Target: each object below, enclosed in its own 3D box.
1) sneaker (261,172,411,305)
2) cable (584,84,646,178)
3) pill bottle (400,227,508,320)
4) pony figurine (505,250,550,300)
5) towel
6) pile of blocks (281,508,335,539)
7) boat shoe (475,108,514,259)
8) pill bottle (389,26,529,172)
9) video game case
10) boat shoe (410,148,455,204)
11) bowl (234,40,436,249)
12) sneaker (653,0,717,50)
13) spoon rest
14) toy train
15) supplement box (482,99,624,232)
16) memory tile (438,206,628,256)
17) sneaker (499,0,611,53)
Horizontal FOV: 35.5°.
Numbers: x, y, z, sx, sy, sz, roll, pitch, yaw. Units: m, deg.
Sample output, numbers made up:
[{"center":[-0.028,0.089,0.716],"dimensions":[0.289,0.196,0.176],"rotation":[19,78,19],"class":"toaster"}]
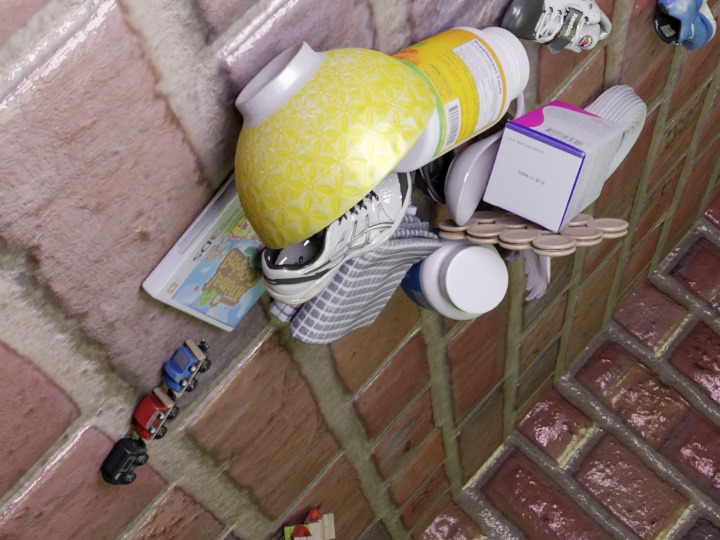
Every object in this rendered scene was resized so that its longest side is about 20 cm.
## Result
[{"center":[-0.022,-0.049,1.157],"dimensions":[0.200,0.075,0.088],"rotation":[-47,160,-11],"class":"sneaker"},{"center":[0.392,-0.210,1.839],"dimensions":[0.200,0.069,0.200],"rotation":[-48,160,-6],"class":"cable"},{"center":[0.121,0.003,1.455],"dimensions":[0.112,0.112,0.200],"rotation":[-47,-168,-6],"class":"pill bottle"},{"center":[0.235,-0.072,1.674],"dimensions":[0.199,0.165,0.197],"rotation":[-19,113,-49],"class":"pony figurine"},{"center":[0.000,0.000,1.345],"dimensions":[0.167,0.085,0.199],"rotation":[-57,160,20],"class":"towel"},{"center":[-0.101,0.466,2.025],"dimensions":[0.200,0.081,0.063],"rotation":[6,80,-77],"class":"pile of blocks"},{"center":[0.190,-0.118,1.488],"dimensions":[0.076,0.070,0.203],"rotation":[-52,147,-64],"class":"boat shoe"},{"center":[0.088,-0.186,1.163],"dimensions":[0.199,0.111,0.112],"rotation":[-32,154,-41],"class":"pill bottle"},{"center":[-0.116,-0.028,1.136],"dimensions":[0.183,0.022,0.200],"rotation":[-50,161,0],"class":"video game case"},{"center":[0.090,-0.141,1.327],"dimensions":[0.067,0.057,0.201],"rotation":[-45,160,-12],"class":"boat shoe"},{"center":[-0.043,-0.127,0.953],"dimensions":[0.199,0.108,0.201],"rotation":[-36,-159,16],"class":"bowl"},{"center":[0.496,-0.392,1.752],"dimensions":[0.089,0.079,0.200],"rotation":[-44,153,7],"class":"sneaker"},{"center":[0.151,-0.148,1.340],"dimensions":[0.099,0.060,0.203],"rotation":[56,52,-68],"class":"spoon rest"},{"center":[-0.224,0.154,1.217],"dimensions":[0.046,0.034,0.201],"rotation":[12,117,-54],"class":"toy train"},{"center":[0.238,-0.132,1.363],"dimensions":[0.199,0.100,0.105],"rotation":[-32,142,-58],"class":"supplement box"},{"center":[0.204,-0.049,1.345],"dimensions":[0.152,0.198,0.017],"rotation":[-17,111,-40],"class":"memory tile"},{"center":[0.240,-0.298,1.330],"dimensions":[0.199,0.088,0.075],"rotation":[-23,149,-49],"class":"sneaker"}]
